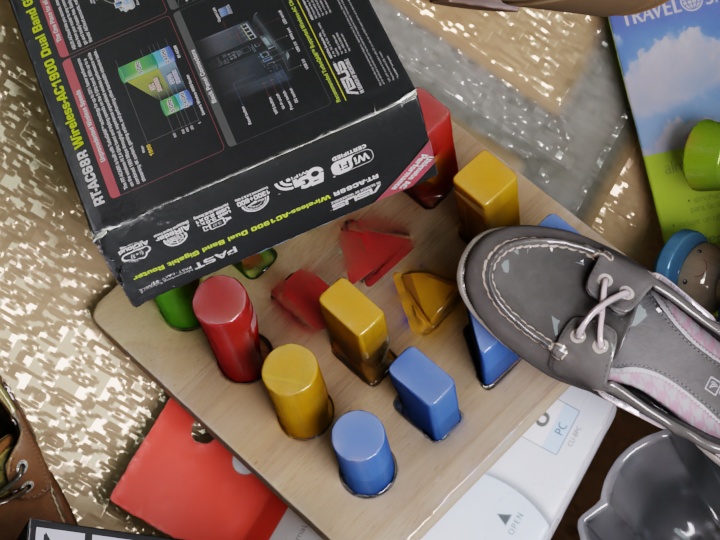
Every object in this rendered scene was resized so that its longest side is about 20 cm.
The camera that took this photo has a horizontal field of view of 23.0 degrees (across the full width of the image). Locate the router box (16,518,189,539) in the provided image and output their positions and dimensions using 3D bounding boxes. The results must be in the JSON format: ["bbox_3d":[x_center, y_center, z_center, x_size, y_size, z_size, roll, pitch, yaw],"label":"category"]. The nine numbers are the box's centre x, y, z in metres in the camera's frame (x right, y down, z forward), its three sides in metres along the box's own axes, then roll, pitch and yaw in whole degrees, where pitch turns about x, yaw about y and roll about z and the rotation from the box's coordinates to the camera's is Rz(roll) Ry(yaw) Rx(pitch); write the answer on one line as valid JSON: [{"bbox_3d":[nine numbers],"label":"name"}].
[{"bbox_3d":[-0.098,0.182,0.805,0.157,0.200,0.052,11,57,-18],"label":"router box"}]

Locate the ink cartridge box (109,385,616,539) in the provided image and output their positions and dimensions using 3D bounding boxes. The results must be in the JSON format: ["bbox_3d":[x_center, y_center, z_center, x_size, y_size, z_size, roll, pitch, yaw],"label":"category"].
[{"bbox_3d":[0.001,0.089,0.865,0.200,0.047,0.160,28,71,8],"label":"ink cartridge box"}]

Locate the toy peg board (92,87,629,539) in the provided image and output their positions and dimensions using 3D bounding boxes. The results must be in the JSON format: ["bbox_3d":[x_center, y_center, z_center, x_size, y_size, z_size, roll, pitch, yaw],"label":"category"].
[{"bbox_3d":[0.000,0.000,0.837,0.199,0.098,0.200,40,76,23],"label":"toy peg board"}]

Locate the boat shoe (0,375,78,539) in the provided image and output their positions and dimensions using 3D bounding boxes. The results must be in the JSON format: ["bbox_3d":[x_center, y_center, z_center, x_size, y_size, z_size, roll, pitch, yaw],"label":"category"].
[{"bbox_3d":[-0.186,0.094,0.840,0.072,0.068,0.200,-33,101,-17],"label":"boat shoe"}]

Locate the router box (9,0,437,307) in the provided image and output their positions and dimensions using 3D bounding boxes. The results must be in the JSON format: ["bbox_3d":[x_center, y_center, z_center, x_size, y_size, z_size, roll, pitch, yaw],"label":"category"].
[{"bbox_3d":[-0.071,-0.099,0.808,0.150,0.062,0.200,-23,55,-2],"label":"router box"}]

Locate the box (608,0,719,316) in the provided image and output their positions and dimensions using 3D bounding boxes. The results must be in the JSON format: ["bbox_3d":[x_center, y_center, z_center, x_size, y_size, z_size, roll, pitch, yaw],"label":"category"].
[{"bbox_3d":[0.211,-0.081,0.952,0.048,0.122,0.200,-26,102,-60],"label":"box"}]

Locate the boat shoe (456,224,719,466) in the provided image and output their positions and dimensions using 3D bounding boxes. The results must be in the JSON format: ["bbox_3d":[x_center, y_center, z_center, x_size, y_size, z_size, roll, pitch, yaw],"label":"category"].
[{"bbox_3d":[0.137,0.037,0.795,0.200,0.057,0.067,31,78,-17],"label":"boat shoe"}]

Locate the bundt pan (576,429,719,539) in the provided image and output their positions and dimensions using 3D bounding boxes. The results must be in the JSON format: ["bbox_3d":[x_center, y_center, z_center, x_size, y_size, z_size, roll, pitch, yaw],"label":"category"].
[{"bbox_3d":[0.206,0.159,0.851,0.202,0.202,0.076,-50,142,-12],"label":"bundt pan"}]

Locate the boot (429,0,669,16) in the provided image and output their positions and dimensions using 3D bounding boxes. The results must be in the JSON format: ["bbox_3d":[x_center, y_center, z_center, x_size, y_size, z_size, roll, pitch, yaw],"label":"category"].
[{"bbox_3d":[0.091,-0.204,0.863,0.074,0.200,0.155,2,98,-30],"label":"boot"}]

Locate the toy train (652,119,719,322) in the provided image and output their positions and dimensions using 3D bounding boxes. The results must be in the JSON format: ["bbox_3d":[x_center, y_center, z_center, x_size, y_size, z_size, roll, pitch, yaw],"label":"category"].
[{"bbox_3d":[0.215,-0.056,0.893,0.085,0.116,0.200,-8,109,-46],"label":"toy train"}]
